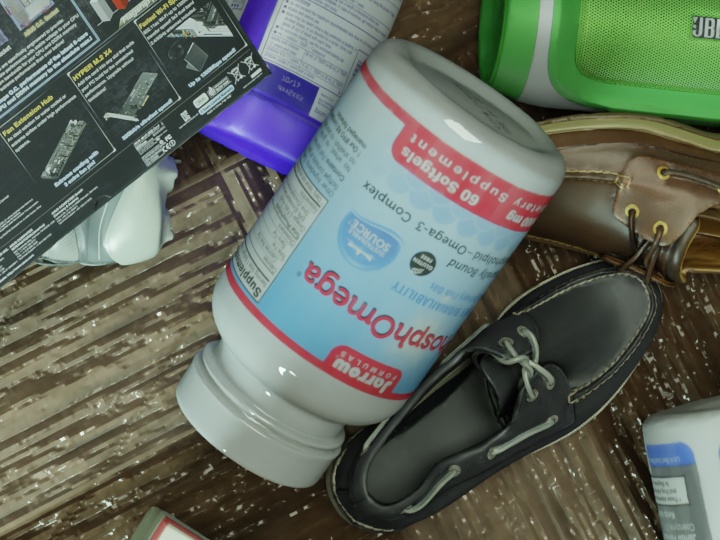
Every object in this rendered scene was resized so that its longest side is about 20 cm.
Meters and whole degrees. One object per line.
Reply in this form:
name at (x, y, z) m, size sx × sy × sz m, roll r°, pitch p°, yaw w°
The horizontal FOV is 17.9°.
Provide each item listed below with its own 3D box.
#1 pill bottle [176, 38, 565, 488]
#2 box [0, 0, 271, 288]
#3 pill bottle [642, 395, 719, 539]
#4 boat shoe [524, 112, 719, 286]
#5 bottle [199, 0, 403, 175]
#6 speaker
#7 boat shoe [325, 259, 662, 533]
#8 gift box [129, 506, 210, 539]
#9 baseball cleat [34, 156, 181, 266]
pill bottle at (0.000, 0.000, 1.078) m, size 0.109 × 0.109 × 0.200 m, roll 33°, pitch 105°, yaw -5°
box at (-0.160, -0.090, 1.002) m, size 0.200 × 0.050 × 0.158 m, roll -40°, pitch 122°, yaw -10°
pill bottle at (0.211, 0.159, 1.116) m, size 0.113 × 0.114 × 0.201 m, roll -11°, pitch 89°, yaw -8°
boat shoe at (0.147, -0.030, 1.125) m, size 0.199 × 0.072 × 0.068 m, roll 3°, pitch 55°, yaw -4°
bottle at (-0.016, -0.149, 1.120) m, size 0.083 × 0.065 × 0.200 m, roll 26°, pitch 83°, yaw -40°
speaker at (0.163, -0.117, 1.138) m, size 0.199 × 0.088 × 0.089 m, roll 5°, pitch 86°, yaw -7°
boat shoe at (0.073, 0.062, 1.127) m, size 0.200 × 0.063 × 0.073 m, roll -35°, pitch 89°, yaw -9°
gift box at (-0.067, 0.232, 1.039) m, size 0.184 × 0.187 × 0.200 m, roll 27°, pitch 83°, yaw -5°
baseball cleat at (-0.138, -0.102, 1.102) m, size 0.106 × 0.070 × 0.201 m, roll -3°, pitch 87°, yaw -16°
